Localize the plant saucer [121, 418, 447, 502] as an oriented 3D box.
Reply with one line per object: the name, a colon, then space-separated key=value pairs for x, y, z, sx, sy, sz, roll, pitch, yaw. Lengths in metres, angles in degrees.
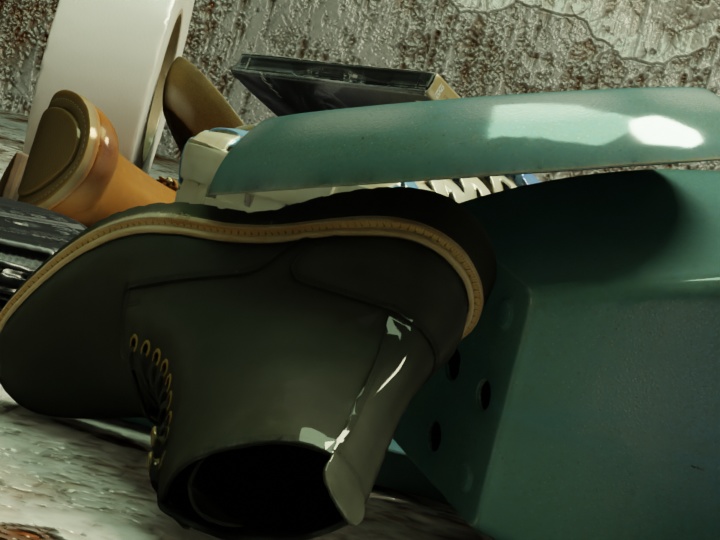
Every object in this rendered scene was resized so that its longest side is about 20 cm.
plant saucer: x=-0.022 y=0.066 z=0.846 sx=0.198 sy=0.019 sz=0.070 roll=16 pitch=4 yaw=-8

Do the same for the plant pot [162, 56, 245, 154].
plant pot: x=-0.071 y=-0.044 z=1.332 sx=0.201 sy=0.027 sz=0.200 roll=55 pitch=-8 yaw=11

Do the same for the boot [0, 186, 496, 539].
boot: x=-0.065 y=0.040 z=0.698 sx=0.199 sy=0.078 sz=0.139 roll=-16 pitch=27 yaw=31

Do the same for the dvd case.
dvd case: x=0.042 y=-0.038 z=1.043 sx=0.148 sy=0.016 sz=0.200 roll=12 pitch=-24 yaw=49

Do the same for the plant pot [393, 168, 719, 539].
plant pot: x=0.121 y=0.041 z=0.785 sx=0.198 sy=0.142 sz=0.141 roll=6 pitch=18 yaw=-23

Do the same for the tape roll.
tape roll: x=-0.160 y=-0.127 z=1.364 sx=0.070 sy=0.204 sz=0.202 roll=14 pitch=4 yaw=-2

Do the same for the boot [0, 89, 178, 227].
boot: x=-0.121 y=-0.036 z=1.204 sx=0.154 sy=0.074 sz=0.200 roll=21 pitch=-13 yaw=-16

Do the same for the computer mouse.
computer mouse: x=-0.152 y=0.006 z=0.912 sx=0.137 sy=0.053 sz=0.200 roll=10 pitch=8 yaw=-23

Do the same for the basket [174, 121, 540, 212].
basket: x=0.011 y=0.001 z=0.964 sx=0.175 sy=0.140 sz=0.199 roll=16 pitch=11 yaw=37

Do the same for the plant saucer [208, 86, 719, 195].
plant saucer: x=0.044 y=-0.046 z=0.746 sx=0.198 sy=0.028 sz=0.200 roll=-4 pitch=1 yaw=0
